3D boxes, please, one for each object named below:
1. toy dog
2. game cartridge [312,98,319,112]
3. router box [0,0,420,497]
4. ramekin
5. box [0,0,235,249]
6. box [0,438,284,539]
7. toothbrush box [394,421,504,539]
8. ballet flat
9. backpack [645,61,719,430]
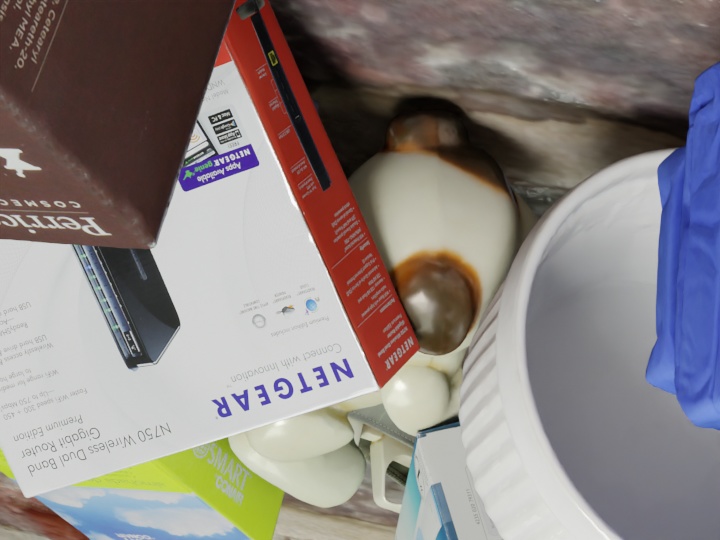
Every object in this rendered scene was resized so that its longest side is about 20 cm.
[{"bbox_3d":[0.000,0.000,1.291,0.193,0.140,0.200,28,146,-29],"label":"toy dog"},{"bbox_3d":[-0.130,-0.095,1.277,0.199,0.039,0.130,25,153,-21],"label":"game cartridge"},{"bbox_3d":[-0.097,-0.011,1.212,0.199,0.049,0.180,-19,101,30],"label":"router box"},{"bbox_3d":[0.136,0.059,1.187,0.199,0.201,0.105,21,153,-12],"label":"ramekin"},{"bbox_3d":[-0.165,-0.128,1.039,0.165,0.165,0.200,4,155,29],"label":"box"},{"bbox_3d":[-0.125,0.092,1.397,0.121,0.048,0.200,3,154,31],"label":"box"},{"bbox_3d":[0.078,0.167,1.357,0.085,0.147,0.200,-14,160,-8],"label":"toothbrush box"},{"bbox_3d":[0.007,0.099,1.605,0.199,0.064,0.067,28,156,-25],"label":"ballet flat"},{"bbox_3d":[0.223,-0.001,1.087,0.199,0.164,0.168,12,168,-23],"label":"backpack"}]
